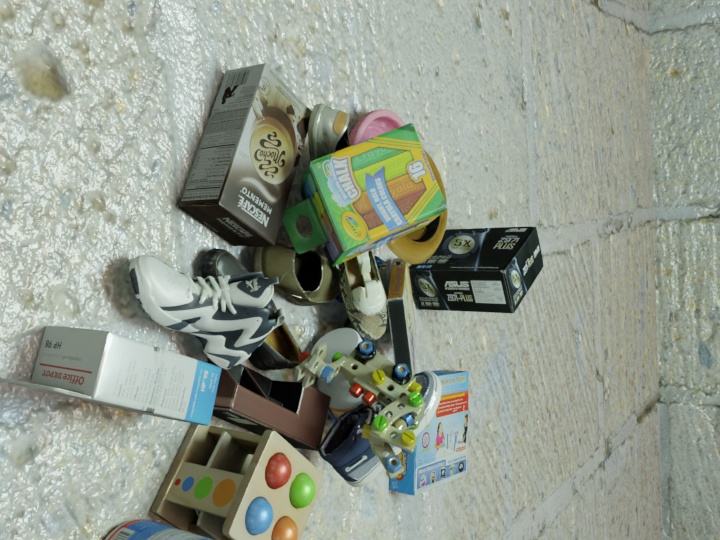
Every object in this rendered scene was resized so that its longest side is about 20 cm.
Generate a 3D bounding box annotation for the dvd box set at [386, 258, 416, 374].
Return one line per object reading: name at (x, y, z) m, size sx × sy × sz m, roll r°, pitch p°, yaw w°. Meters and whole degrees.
dvd box set at (0.069, 0.079, 1.226) m, size 0.201 × 0.029 × 0.150 m, roll -75°, pitch 159°, yaw -70°

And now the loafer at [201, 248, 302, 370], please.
loafer at (-0.138, 0.052, 0.985) m, size 0.073 × 0.071 × 0.202 m, roll -58°, pitch 133°, yaw -34°

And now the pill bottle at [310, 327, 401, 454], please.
pill bottle at (0.000, 0.189, 1.146) m, size 0.113 × 0.110 × 0.202 m, roll -57°, pitch 133°, yaw -37°

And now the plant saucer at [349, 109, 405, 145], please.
plant saucer at (0.029, -0.161, 1.237) m, size 0.199 × 0.050 × 0.206 m, roll -2°, pitch 92°, yaw -55°

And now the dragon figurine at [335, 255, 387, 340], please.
dragon figurine at (-0.005, 0.020, 1.182) m, size 0.099 × 0.058 × 0.205 m, roll -22°, pitch 109°, yaw -52°

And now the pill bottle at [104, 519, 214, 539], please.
pill bottle at (-0.191, 0.343, 0.804) m, size 0.111 × 0.197 × 0.115 m, roll -2°, pitch 92°, yaw -53°

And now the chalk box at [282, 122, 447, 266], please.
chalk box at (-0.006, -0.090, 1.000) m, size 0.197 × 0.124 × 0.127 m, roll -24°, pitch 86°, yaw -14°

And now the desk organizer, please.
desk organizer at (-0.125, 0.177, 1.006) m, size 0.199 × 0.070 × 0.079 m, roll 39°, pitch 57°, yaw -48°

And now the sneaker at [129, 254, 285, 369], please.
sneaker at (-0.165, 0.026, 0.878) m, size 0.200 × 0.128 × 0.080 m, roll 50°, pitch 16°, yaw -34°

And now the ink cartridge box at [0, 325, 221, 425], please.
ink cartridge box at (-0.257, 0.107, 0.782) m, size 0.199 × 0.114 × 0.068 m, roll 31°, pitch 66°, yaw -51°

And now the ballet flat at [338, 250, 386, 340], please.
ballet flat at (0.000, 0.000, 1.103) m, size 0.066 × 0.075 × 0.205 m, roll -11°, pitch 81°, yaw -20°

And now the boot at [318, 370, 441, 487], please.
boot at (0.031, 0.209, 1.058) m, size 0.201 × 0.072 × 0.091 m, roll -50°, pitch 130°, yaw -10°

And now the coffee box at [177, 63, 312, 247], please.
coffee box at (-0.144, -0.146, 0.968) m, size 0.113 × 0.078 × 0.204 m, roll 37°, pitch 61°, yaw -49°

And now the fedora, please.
fedora at (0.055, -0.105, 1.164) m, size 0.198 × 0.081 × 0.206 m, roll 5°, pitch 83°, yaw -46°

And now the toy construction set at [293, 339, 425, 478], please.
toy construction set at (0.007, 0.166, 0.999) m, size 0.131 × 0.199 × 0.093 m, roll -46°, pitch 169°, yaw -30°

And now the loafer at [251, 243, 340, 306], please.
loafer at (-0.077, 0.010, 1.066) m, size 0.199 × 0.066 × 0.078 m, roll 16°, pitch 77°, yaw -60°

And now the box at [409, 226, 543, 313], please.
box at (0.212, -0.003, 1.367) m, size 0.164 × 0.197 × 0.088 m, roll -43°, pitch 124°, yaw -44°

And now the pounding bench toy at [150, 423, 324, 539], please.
pounding bench toy at (-0.124, 0.295, 0.936) m, size 0.201 × 0.153 × 0.126 m, roll 52°, pitch 50°, yaw -41°

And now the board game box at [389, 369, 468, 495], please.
board game box at (0.130, 0.291, 1.377) m, size 0.198 × 0.055 × 0.201 m, roll 5°, pitch 86°, yaw -54°

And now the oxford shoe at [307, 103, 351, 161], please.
oxford shoe at (-0.038, -0.163, 1.079) m, size 0.201 × 0.056 × 0.077 m, roll 87°, pitch 17°, yaw -65°
